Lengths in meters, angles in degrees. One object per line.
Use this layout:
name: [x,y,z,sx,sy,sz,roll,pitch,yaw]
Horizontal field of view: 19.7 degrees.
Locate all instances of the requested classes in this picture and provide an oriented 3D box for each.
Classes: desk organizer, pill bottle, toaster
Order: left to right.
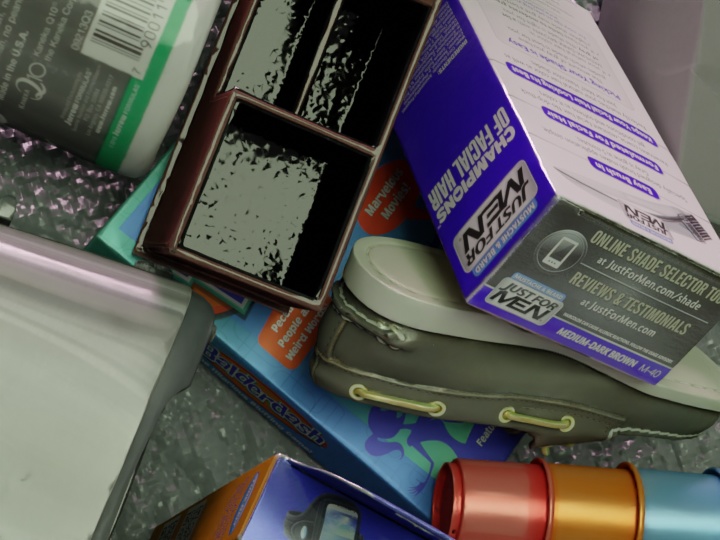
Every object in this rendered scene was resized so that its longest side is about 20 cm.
pill bottle: [-0.159,-0.126,0.849,0.199,0.113,0.113,24,70,-8]
toaster: [-0.150,0.073,0.807,0.129,0.114,0.201,24,76,-8]
desk organizer: [-0.018,-0.086,0.834,0.071,0.077,0.201,22,86,-13]

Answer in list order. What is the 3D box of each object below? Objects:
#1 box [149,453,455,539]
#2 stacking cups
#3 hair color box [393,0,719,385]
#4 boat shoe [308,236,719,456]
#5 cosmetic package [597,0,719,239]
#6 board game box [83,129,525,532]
box: [-0.011,0.126,0.793,0.119,0.200,0.042,29,69,-10]
stacking cups: [0.129,0.111,0.879,0.199,0.061,0.061,5,75,-9]
hair color box: [0.073,-0.054,0.873,0.109,0.065,0.200,23,29,-33]
boat shoe: [0.071,0.041,0.872,0.201,0.072,0.060,16,113,-30]
cosmetic package: [0.164,-0.096,0.961,0.090,0.107,0.201,16,74,-21]
board game box: [0.000,0.000,0.913,0.200,0.045,0.152,40,67,-6]
